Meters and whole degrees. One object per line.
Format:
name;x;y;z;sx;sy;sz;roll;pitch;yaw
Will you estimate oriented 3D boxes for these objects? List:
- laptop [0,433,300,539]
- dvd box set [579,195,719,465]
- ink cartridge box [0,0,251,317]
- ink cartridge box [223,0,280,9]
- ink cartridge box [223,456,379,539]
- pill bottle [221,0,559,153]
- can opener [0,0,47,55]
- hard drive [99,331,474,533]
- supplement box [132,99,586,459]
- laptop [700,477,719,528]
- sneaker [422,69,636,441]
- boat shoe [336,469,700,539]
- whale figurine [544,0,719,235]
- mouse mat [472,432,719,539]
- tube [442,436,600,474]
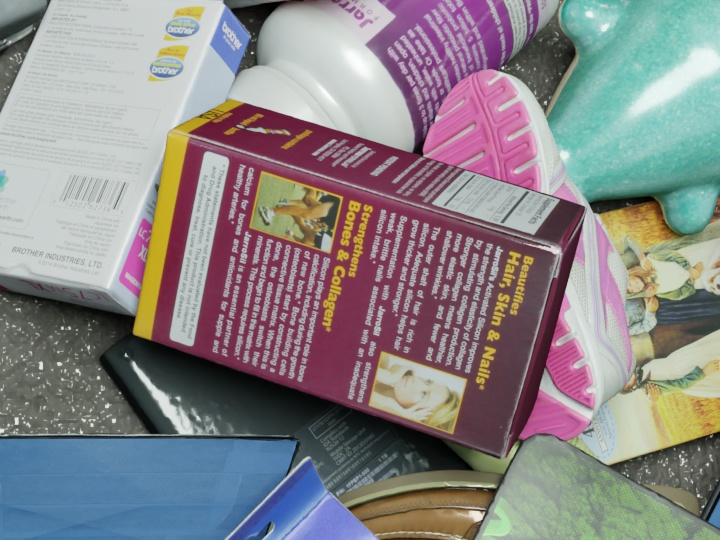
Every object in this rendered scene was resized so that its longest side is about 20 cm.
laptop;-0.132;0.177;0.765;0.185;0.116;0.202;2;86;-15
dvd box set;0.149;0.039;0.949;0.198;0.029;0.148;-13;82;-20
ink cartridge box;-0.135;-0.080;0.846;0.118;0.042;0.202;9;72;29
ink cartridge box;0.009;-0.218;0.893;0.199;0.162;0.050;-37;112;-24
ink cartridge box;-0.020;0.190;0.788;0.039;0.201;0.099;29;63;39
pill bottle;0.012;-0.126;0.899;0.112;0.112;0.200;47;68;-3
can opener;-0.260;-0.108;0.837;0.199;0.066;0.053;-34;90;-17
hard drive;-0.031;0.088;0.879;0.139;0.033;0.201;-35;90;-21
supplement box;0.000;0.000;0.788;0.198;0.086;0.111;18;111;12
laptop;0.259;0.179;0.913;0.199;0.103;0.178;36;70;-7
sneaker;0.094;-0.010;0.868;0.088;0.081;0.202;-10;85;-54
boat shoe;0.077;0.147;0.812;0.198;0.072;0.069;-2;57;7
whale figurine;0.165;-0.090;0.917;0.199;0.104;0.160;-32;101;-16
mouse mat;0.135;0.190;0.767;0.199;0.008;0.162;28;70;4
tube;0.097;0.105;0.878;0.052;0.058;0.200;-43;98;12
